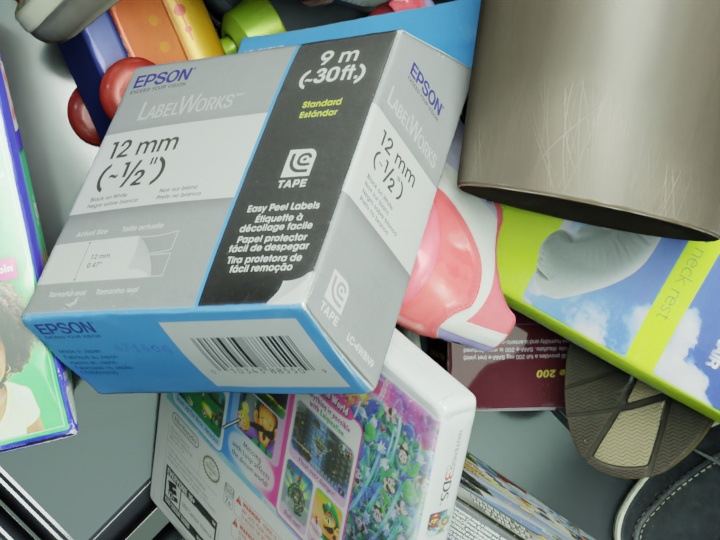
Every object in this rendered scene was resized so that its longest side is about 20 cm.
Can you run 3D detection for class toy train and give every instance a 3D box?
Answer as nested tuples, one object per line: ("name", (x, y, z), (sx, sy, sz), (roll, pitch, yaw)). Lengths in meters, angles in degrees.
("toy train", (-0.083, -0.096, 0.825), (0.115, 0.085, 0.202), (-27, 98, -21))

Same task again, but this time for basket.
("basket", (0.113, -0.121, 0.689), (0.135, 0.180, 0.202), (11, 88, 21))

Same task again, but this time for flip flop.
("flip flop", (0.149, 0.002, 0.806), (0.080, 0.058, 0.202), (2, 76, 25))

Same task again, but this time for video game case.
("video game case", (-0.031, 0.083, 0.753), (0.024, 0.200, 0.184), (-12, 125, -35))

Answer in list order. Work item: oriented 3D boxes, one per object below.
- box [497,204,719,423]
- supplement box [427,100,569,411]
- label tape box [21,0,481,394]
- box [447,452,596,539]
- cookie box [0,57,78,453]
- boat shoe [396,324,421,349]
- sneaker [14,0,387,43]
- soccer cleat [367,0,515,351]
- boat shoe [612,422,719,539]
("box", (0.141, -0.012, 0.754), (0.199, 0.048, 0.123), (30, 88, 30))
("supplement box", (0.090, -0.031, 0.854), (0.108, 0.061, 0.202), (0, 91, -9))
("label tape box", (-0.039, -0.048, 0.701), (0.066, 0.142, 0.201), (48, 49, -43))
("box", (0.099, 0.154, 0.812), (0.199, 0.137, 0.040), (34, 95, -1))
("cookie box", (-0.185, -0.024, 0.762), (0.074, 0.171, 0.202), (-13, 94, -10))
("boat shoe", (0.000, 0.000, 0.796), (0.073, 0.066, 0.202), (1, 75, -49))
("sneaker", (-0.051, -0.139, 0.750), (0.199, 0.075, 0.107), (-37, 111, -7))
("soccer cleat", (0.029, -0.049, 0.766), (0.076, 0.201, 0.067), (32, 126, -31))
("boat shoe", (0.220, 0.107, 0.859), (0.199, 0.062, 0.075), (-26, 102, 14))
